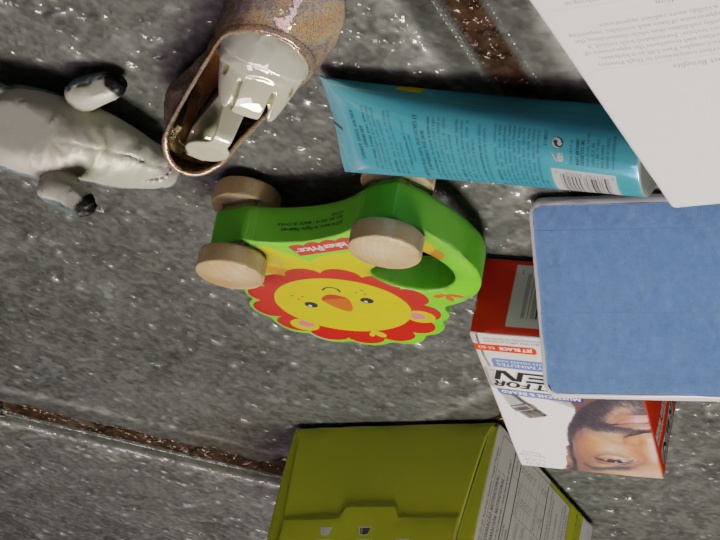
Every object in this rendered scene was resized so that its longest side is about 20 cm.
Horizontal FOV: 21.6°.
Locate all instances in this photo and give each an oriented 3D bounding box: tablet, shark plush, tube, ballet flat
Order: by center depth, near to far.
[{"bbox_3d":[-0.065,-0.108,1.092,0.068,0.067,0.200,22,151,-14],"label":"ballet flat"},{"bbox_3d":[0.074,-0.076,1.106,0.200,0.050,0.078,7,133,22],"label":"tube"},{"bbox_3d":[0.201,0.017,1.154,0.200,0.130,0.014,-1,-169,28],"label":"tablet"},{"bbox_3d":[-0.221,-0.081,1.224,0.200,0.091,0.083,3,180,13],"label":"shark plush"}]

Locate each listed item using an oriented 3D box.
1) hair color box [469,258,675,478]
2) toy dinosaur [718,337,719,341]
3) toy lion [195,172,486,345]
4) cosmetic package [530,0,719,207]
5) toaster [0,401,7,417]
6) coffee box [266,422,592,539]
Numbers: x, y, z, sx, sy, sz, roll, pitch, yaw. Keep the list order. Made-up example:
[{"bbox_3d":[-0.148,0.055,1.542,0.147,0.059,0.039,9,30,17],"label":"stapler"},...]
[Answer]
[{"bbox_3d":[0.151,0.071,1.314,0.111,0.064,0.200,4,151,19],"label":"hair color box"},{"bbox_3d":[0.293,0.030,1.160,0.136,0.086,0.200,50,131,1],"label":"toy dinosaur"},{"bbox_3d":[0.000,0.000,1.271,0.200,0.069,0.192,-8,151,36],"label":"toy lion"},{"bbox_3d":[0.172,-0.116,0.958,0.102,0.074,0.200,-3,148,31],"label":"cosmetic package"},{"bbox_3d":[-0.373,0.070,1.518,0.200,0.114,0.129,23,149,-10],"label":"toaster"},{"bbox_3d":[0.050,0.258,1.553,0.199,0.200,0.198,-5,146,32],"label":"coffee box"}]
